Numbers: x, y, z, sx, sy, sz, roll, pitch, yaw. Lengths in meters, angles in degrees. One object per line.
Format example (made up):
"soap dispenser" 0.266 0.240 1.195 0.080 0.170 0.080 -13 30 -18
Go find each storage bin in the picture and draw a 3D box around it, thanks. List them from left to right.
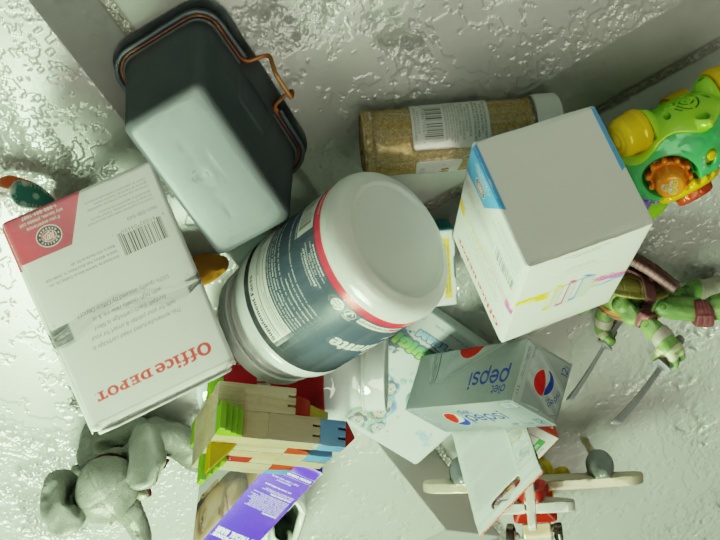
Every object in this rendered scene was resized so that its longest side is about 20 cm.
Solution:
"storage bin" -0.128 -0.125 1.028 0.144 0.135 0.201 -26 124 12

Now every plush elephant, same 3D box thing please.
"plush elephant" -0.265 0.233 1.244 0.163 0.156 0.201 -25 124 11

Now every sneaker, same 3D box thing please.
"sneaker" -0.110 0.321 1.371 0.069 0.081 0.203 10 124 -15

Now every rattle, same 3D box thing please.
"rattle" -0.244 -0.044 1.113 0.142 0.130 0.202 -32 96 3

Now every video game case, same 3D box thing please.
"video game case" 0.051 0.122 1.285 0.199 0.024 0.182 33 115 -26

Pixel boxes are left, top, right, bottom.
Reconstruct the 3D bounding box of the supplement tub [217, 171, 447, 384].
"supplement tub" -0.028 0.013 1.032 0.139 0.142 0.199 32 137 -25

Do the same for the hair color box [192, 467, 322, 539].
"hair color box" -0.118 0.236 1.280 0.064 0.110 0.201 24 125 -20

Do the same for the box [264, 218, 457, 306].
"box" 0.000 0.000 1.167 0.196 0.049 0.084 -6 106 -2

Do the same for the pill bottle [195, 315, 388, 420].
"pill bottle" -0.069 0.105 1.190 0.196 0.113 0.114 0 125 4

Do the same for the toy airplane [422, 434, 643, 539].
"toy airplane" 0.200 0.244 1.317 0.197 0.144 0.198 14 155 -31

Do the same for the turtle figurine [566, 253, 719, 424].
"turtle figurine" 0.317 0.074 1.215 0.190 0.204 0.144 -5 160 -8

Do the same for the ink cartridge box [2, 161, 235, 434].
"ink cartridge box" -0.218 0.025 1.018 0.144 0.085 0.203 -24 96 -16

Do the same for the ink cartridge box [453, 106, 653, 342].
"ink cartridge box" 0.172 -0.034 1.060 0.123 0.130 0.201 -18 158 -9

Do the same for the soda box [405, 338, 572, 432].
"soda box" 0.130 0.123 1.173 0.063 0.069 0.199 28 159 -22

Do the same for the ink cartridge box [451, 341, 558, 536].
"ink cartridge box" 0.156 0.183 1.201 0.050 0.201 0.109 26 119 -24

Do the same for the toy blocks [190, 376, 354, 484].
"toy blocks" -0.087 0.159 1.096 0.134 0.102 0.200 8 158 -15

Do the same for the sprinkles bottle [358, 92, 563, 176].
"sprinkles bottle" 0.097 -0.131 1.090 0.196 0.069 0.069 -5 125 -2

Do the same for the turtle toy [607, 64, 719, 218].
"turtle toy" 0.290 -0.109 1.082 0.144 0.200 0.102 -27 87 -16
